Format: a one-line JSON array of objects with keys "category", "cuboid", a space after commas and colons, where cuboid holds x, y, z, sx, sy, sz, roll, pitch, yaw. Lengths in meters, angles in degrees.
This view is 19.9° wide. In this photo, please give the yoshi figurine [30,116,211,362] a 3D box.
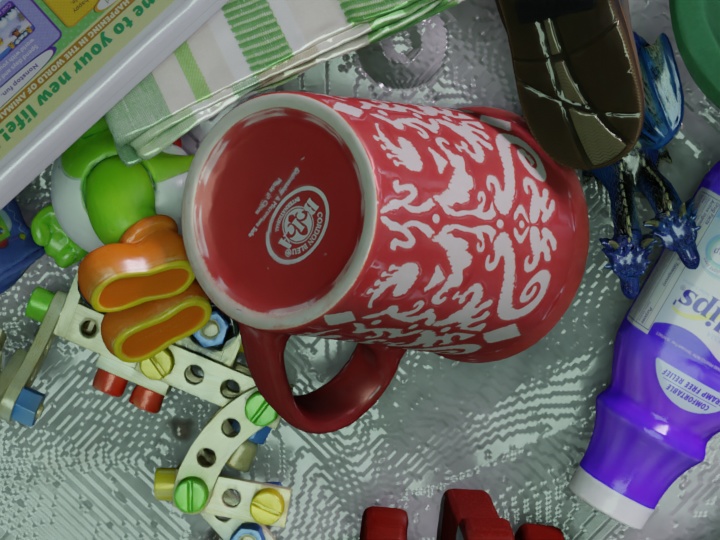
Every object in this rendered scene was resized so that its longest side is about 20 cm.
[{"category": "yoshi figurine", "cuboid": [-0.151, -0.054, 1.021, 0.112, 0.111, 0.201, -42, 58, 30]}]

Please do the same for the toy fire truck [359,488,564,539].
[{"category": "toy fire truck", "cuboid": [0.048, 0.215, 1.065, 0.111, 0.168, 0.202, 7, 96, -1]}]

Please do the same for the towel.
[{"category": "towel", "cuboid": [-0.047, -0.150, 0.982, 0.199, 0.023, 0.153, -26, 61, 3]}]

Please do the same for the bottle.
[{"category": "bottle", "cuboid": [0.179, 0.041, 1.100, 0.083, 0.065, 0.201, 29, 95, -6]}]

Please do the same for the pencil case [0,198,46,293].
[{"category": "pencil case", "cuboid": [-0.245, -0.071, 1.074, 0.078, 0.087, 0.201, -36, 98, -36]}]

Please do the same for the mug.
[{"category": "mug", "cuboid": [0.010, -0.001, 1.003, 0.132, 0.199, 0.179, 7, 91, 30]}]

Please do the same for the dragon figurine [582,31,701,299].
[{"category": "dragon figurine", "cuboid": [0.134, -0.090, 1.067, 0.058, 0.099, 0.202, -12, 97, 0]}]

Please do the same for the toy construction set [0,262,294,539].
[{"category": "toy construction set", "cuboid": [-0.119, 0.067, 1.091, 0.198, 0.092, 0.132, 21, 96, -14]}]

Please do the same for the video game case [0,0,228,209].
[{"category": "video game case", "cuboid": [-0.163, -0.145, 0.979, 0.200, 0.022, 0.182, -42, 64, -2]}]

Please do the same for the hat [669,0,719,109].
[{"category": "hat", "cuboid": [0.258, -0.085, 1.061, 0.164, 0.176, 0.201, -21, 56, 5]}]

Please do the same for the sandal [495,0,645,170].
[{"category": "sandal", "cuboid": [0.104, -0.152, 1.010, 0.081, 0.055, 0.202, -8, 105, 22]}]
